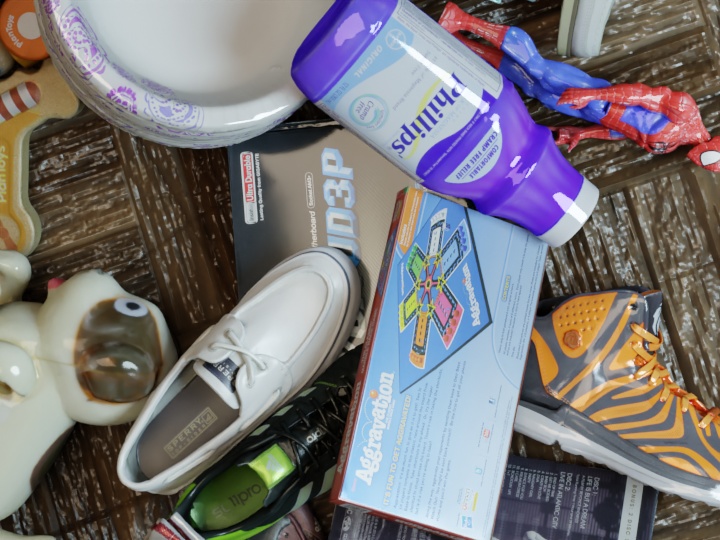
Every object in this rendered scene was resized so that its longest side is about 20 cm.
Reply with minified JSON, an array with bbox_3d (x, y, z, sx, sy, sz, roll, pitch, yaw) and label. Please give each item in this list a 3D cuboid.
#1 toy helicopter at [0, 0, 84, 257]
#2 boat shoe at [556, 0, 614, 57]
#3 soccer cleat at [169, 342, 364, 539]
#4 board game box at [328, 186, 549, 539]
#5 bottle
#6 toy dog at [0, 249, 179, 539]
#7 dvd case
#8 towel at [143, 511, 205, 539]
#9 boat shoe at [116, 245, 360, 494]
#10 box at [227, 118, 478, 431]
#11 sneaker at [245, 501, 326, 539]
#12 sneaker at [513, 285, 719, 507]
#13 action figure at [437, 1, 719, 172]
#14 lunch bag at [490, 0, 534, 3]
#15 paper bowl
[{"bbox_3d":[-0.251,-0.103,1.259,0.132,0.079,0.200,3,103,7],"label":"toy helicopter"},{"bbox_3d":[0.174,-0.223,1.152,0.068,0.075,0.200,17,104,2],"label":"boat shoe"},{"bbox_3d":[-0.032,0.109,1.150,0.200,0.081,0.068,-38,84,10],"label":"soccer cleat"},{"bbox_3d":[0.050,0.058,1.129,0.103,0.019,0.200,20,70,-19],"label":"board game box"},{"bbox_3d":[0.055,-0.090,1.129,0.200,0.065,0.084,37,110,-14],"label":"bottle"},{"bbox_3d":[-0.217,0.078,1.215,0.200,0.140,0.194,-29,83,10],"label":"toy dog"},{"bbox_3d":[0.078,0.183,1.161,0.200,0.016,0.149,8,61,10],"label":"dvd case"},{"bbox_3d":[-0.101,0.248,1.179,0.144,0.023,0.200,42,141,10],"label":"towel"},{"bbox_3d":[-0.076,0.067,1.169,0.074,0.065,0.200,40,100,12],"label":"boat shoe"},{"bbox_3d":[0.000,0.000,1.207,0.159,0.046,0.200,-4,89,14],"label":"box"},{"bbox_3d":[-0.010,0.200,1.196,0.200,0.076,0.116,-6,85,14],"label":"sneaker"},{"bbox_3d":[0.185,0.072,1.146,0.200,0.078,0.112,20,95,13],"label":"sneaker"},{"bbox_3d":[0.139,-0.106,1.163,0.200,0.065,0.052,21,70,9],"label":"action figure"},{"bbox_3d":[0.047,-0.269,1.134,0.170,0.122,0.200,4,94,-25],"label":"lunch bag"},{"bbox_3d":[-0.107,-0.176,1.183,0.201,0.104,0.201,2,81,-15],"label":"paper bowl"}]
